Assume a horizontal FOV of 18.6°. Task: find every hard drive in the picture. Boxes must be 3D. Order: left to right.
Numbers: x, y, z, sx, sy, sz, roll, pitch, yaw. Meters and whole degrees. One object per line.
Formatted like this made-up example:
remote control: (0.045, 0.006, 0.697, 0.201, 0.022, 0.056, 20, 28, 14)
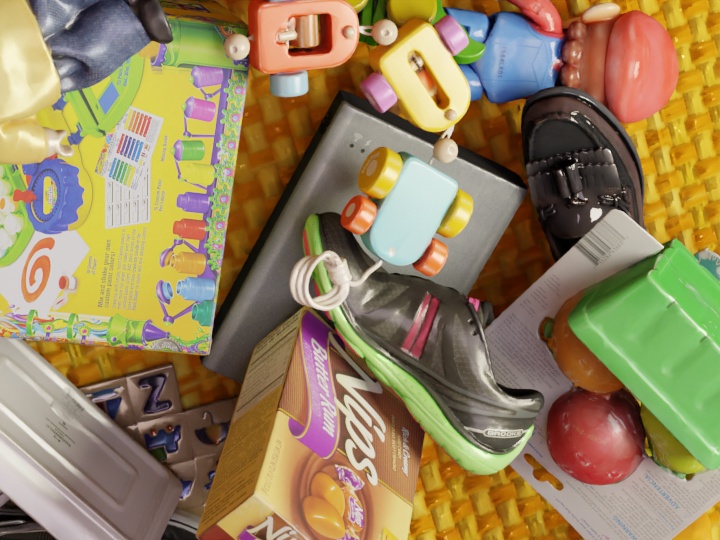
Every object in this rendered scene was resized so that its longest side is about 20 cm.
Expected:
hard drive: (0.000, 0.000, 1.423, 0.139, 0.033, 0.201, 23, 109, -20)

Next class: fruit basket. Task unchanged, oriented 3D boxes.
fruit basket: (0.169, 0.079, 1.406, 0.185, 0.094, 0.200, 45, 131, 1)

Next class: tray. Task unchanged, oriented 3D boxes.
tray: (-0.192, 0.105, 1.376, 0.200, 0.108, 0.022, 44, 127, -17)

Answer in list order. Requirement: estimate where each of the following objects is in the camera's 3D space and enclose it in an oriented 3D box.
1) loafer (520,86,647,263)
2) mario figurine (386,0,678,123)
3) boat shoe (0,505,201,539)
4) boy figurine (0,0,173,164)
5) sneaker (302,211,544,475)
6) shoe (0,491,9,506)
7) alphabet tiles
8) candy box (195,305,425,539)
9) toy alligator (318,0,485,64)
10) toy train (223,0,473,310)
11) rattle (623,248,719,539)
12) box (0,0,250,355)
loafer: (0.151, -0.031, 1.417, 0.071, 0.063, 0.201, -7, 137, 18)
mario figurine: (0.108, -0.136, 1.428, 0.198, 0.107, 0.124, 4, 140, -6)
boat shoe: (-0.179, 0.193, 1.415, 0.198, 0.071, 0.073, 4, 103, -16)
boy figurine: (-0.202, -0.111, 1.214, 0.199, 0.064, 0.125, -29, 108, -5)
sneaker: (0.038, 0.035, 1.375, 0.084, 0.077, 0.200, -42, 100, 2)
shoe: (-0.283, 0.119, 1.331, 0.199, 0.091, 0.072, -17, 65, -28)
alphabet tiles: (-0.139, 0.147, 1.456, 0.198, 0.008, 0.169, -14, 107, -12)
candy box: (-0.024, 0.124, 1.337, 0.117, 0.201, 0.056, 43, 119, -17)
toy alligator: (-0.016, -0.175, 1.339, 0.198, 0.059, 0.055, 14, 74, -3)
toy train: (-0.007, -0.085, 1.304, 0.149, 0.056, 0.202, -13, 110, -17)
rattle: (0.230, 0.100, 1.449, 0.130, 0.143, 0.200, 30, 119, -15)
box: (-0.180, -0.068, 1.328, 0.191, 0.122, 0.202, 6, 103, -16)
